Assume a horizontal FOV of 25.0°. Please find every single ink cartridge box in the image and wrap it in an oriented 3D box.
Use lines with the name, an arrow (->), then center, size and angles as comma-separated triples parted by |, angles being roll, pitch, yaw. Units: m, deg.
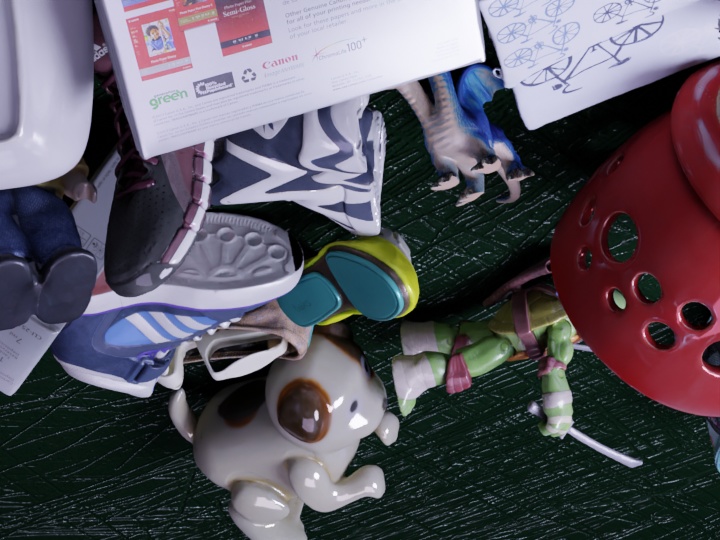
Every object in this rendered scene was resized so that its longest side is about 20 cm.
ink cartridge box -> -0.047, -0.177, 0.860 | 0.198, 0.084, 0.177 | -16, 124, -8
ink cartridge box -> -0.202, 0.002, 1.092 | 0.043, 0.201, 0.174 | 34, 139, -8

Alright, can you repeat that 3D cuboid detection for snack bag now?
snack bag -> 0.170, -0.155, 0.998 | 0.187, 0.022, 0.200 | -22, 157, 4

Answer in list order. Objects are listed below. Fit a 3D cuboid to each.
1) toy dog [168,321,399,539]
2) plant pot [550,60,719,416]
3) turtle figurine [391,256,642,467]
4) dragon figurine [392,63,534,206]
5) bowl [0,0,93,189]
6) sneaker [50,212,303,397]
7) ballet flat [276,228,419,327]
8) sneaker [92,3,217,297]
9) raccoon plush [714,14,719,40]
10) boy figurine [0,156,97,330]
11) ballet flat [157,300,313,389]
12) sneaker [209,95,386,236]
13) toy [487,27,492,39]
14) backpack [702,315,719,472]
toy dog -> -0.053, 0.124, 1.403 | 0.194, 0.140, 0.200 | 39, 139, -5
plant pot -> 0.254, -0.029, 1.112 | 0.199, 0.202, 0.183 | 8, 142, -21
turtle figurine -> 0.133, 0.090, 1.343 | 0.192, 0.145, 0.200 | -9, 146, 13
dragon figurine -> 0.070, -0.102, 1.092 | 0.058, 0.100, 0.200 | -22, 165, 23
bowl -> -0.245, -0.134, 0.868 | 0.198, 0.075, 0.202 | -3, 105, -6
sneaker -> -0.143, 0.034, 1.247 | 0.198, 0.081, 0.147 | -7, 144, -7
ballet flat -> 0.000, 0.000, 1.204 | 0.067, 0.067, 0.200 | -39, -169, -25
sneaker -> -0.140, -0.092, 0.959 | 0.075, 0.201, 0.115 | -13, 142, 39
raccoon plush -> 0.302, -0.123, 1.027 | 0.133, 0.097, 0.200 | -28, 146, 4
boy figurine -> -0.227, -0.057, 0.980 | 0.123, 0.201, 0.065 | -9, 138, -27
ballet flat -> -0.135, 0.059, 1.319 | 0.198, 0.068, 0.068 | -10, 150, 7
sneaker -> -0.052, -0.076, 1.095 | 0.128, 0.080, 0.199 | 3, 172, 7
toy -> 0.118, -0.211, 0.933 | 0.114, 0.048, 0.200 | -13, 154, 4
backpack -> 0.388, 0.117, 1.425 | 0.174, 0.155, 0.200 | -10, 156, -2
